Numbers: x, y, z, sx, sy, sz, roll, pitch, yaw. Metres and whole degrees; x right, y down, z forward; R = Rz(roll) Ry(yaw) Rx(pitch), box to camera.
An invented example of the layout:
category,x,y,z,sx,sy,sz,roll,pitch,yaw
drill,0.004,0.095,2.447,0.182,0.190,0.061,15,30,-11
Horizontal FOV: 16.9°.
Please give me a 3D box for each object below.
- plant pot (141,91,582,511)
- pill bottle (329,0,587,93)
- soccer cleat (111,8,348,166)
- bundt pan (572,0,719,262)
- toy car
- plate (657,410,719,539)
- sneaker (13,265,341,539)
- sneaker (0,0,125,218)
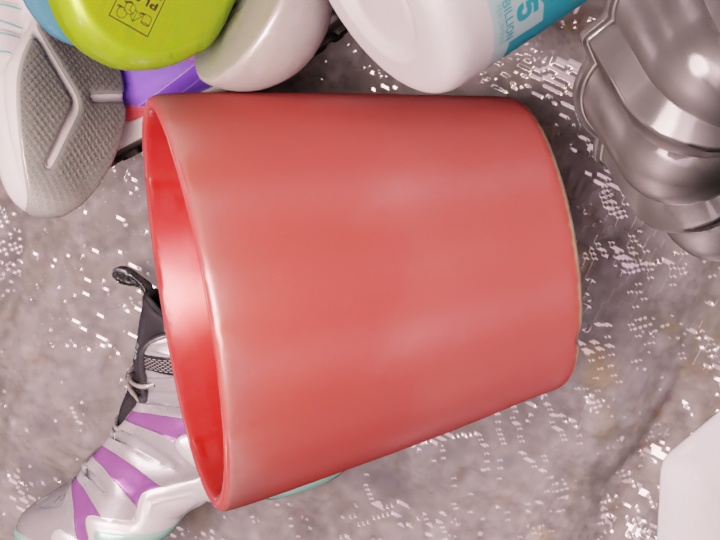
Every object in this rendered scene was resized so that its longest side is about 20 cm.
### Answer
category,x,y,z,sx,sy,sz,roll,pitch,yaw
plant pot,0.000,0.000,1.142,0.177,0.200,0.201,-10,108,-10
pill bottle,0.081,-0.173,1.070,0.200,0.111,0.111,-35,100,-18
soccer cleat,-0.072,-0.120,1.196,0.200,0.068,0.073,-27,94,23
bundt pan,0.200,-0.074,1.079,0.201,0.076,0.202,-7,137,-6
toy car,-0.095,-0.184,1.126,0.175,0.150,0.201,27,75,-28
plate,0.190,0.145,1.119,0.032,0.200,0.200,15,150,-13
sneaker,-0.111,0.066,1.270,0.199,0.078,0.140,-21,101,11
sneaker,-0.168,-0.109,1.187,0.080,0.070,0.201,-27,58,33
